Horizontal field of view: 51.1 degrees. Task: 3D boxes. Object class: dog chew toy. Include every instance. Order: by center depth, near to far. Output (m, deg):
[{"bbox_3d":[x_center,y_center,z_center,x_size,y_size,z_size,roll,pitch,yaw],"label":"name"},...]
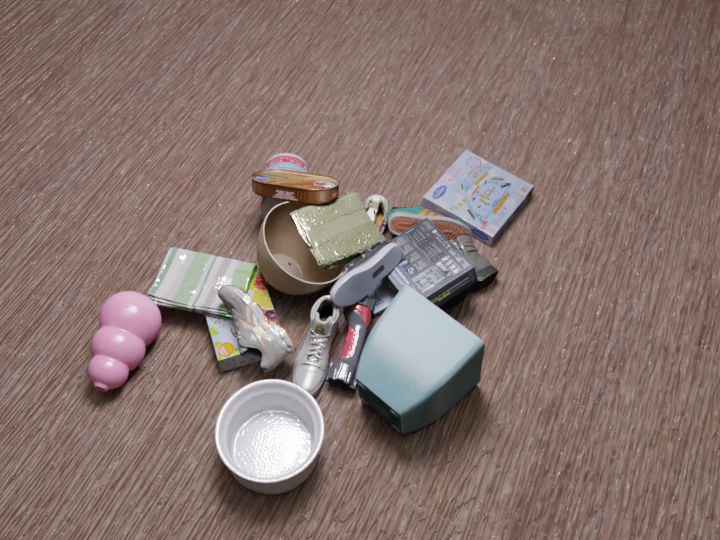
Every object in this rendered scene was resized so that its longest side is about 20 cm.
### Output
[{"bbox_3d":[-0.479,0.145,1.505,0.123,0.125,0.202,12,62,7],"label":"dog chew toy"}]

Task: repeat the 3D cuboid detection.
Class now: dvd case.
[{"bbox_3d":[0.068,0.008,1.680,0.199,0.018,0.143,-28,60,-20],"label":"dvd case"}]

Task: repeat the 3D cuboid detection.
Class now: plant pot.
[{"bbox_3d":[0.098,0.191,1.445,0.196,0.196,0.200,36,68,22],"label":"plant pot"},{"bbox_3d":[-0.142,-0.028,1.611,0.199,0.134,0.202,17,53,-24],"label":"plant pot"}]

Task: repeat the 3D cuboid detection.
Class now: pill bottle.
[{"bbox_3d":[-0.175,-0.166,1.744,0.107,0.109,0.202,0,53,-2],"label":"pill bottle"}]

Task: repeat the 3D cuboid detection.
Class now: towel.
[{"bbox_3d":[-0.333,0.022,1.587,0.198,0.031,0.150,10,55,8],"label":"towel"},{"bbox_3d":[-0.044,-0.087,1.601,0.199,0.036,0.149,-22,75,-41],"label":"towel"}]

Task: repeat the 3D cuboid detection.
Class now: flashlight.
[{"bbox_3d":[-0.023,0.142,1.543,0.067,0.068,0.202,-10,51,40],"label":"flashlight"}]

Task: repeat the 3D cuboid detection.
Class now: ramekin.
[{"bbox_3d":[-0.165,0.314,1.398,0.198,0.098,0.202,1,54,-1],"label":"ramekin"}]

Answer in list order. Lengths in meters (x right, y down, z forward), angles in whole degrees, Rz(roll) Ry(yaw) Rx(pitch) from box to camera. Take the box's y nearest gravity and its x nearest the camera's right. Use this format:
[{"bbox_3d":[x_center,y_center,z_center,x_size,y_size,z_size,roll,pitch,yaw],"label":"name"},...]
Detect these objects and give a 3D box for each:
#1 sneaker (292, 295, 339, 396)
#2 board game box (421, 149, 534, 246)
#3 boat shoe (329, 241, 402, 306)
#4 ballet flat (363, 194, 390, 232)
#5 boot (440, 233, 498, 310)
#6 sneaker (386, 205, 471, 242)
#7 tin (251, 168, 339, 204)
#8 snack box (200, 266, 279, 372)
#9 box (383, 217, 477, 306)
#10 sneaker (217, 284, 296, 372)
[{"bbox_3d":[-0.091,0.146,1.514,0.073,0.116,0.202,12,55,5],"label":"sneaker"},{"bbox_3d":[0.283,-0.178,1.809,0.199,0.041,0.200,32,59,20],"label":"board game box"},{"bbox_3d":[0.000,0.000,1.562,0.066,0.070,0.200,23,54,41],"label":"boat shoe"},{"bbox_3d":[0.029,-0.124,1.732,0.068,0.072,0.201,7,48,9],"label":"ballet flat"},{"bbox_3d":[0.196,0.002,1.656,0.199,0.068,0.131,-26,63,-29],"label":"boot"},{"bbox_3d":[0.159,-0.112,1.738,0.198,0.072,0.080,12,32,-7],"label":"sneaker"},{"bbox_3d":[-0.141,-0.183,1.632,0.198,0.042,0.112,10,29,17],"label":"tin"},{"bbox_3d":[-0.252,0.098,1.581,0.141,0.053,0.201,-17,56,-12],"label":"snack box"},{"bbox_3d":[0.132,-0.008,1.604,0.157,0.051,0.200,-32,44,-8],"label":"box"},{"bbox_3d":[-0.224,0.115,1.489,0.200,0.076,0.092,42,74,12],"label":"sneaker"}]
